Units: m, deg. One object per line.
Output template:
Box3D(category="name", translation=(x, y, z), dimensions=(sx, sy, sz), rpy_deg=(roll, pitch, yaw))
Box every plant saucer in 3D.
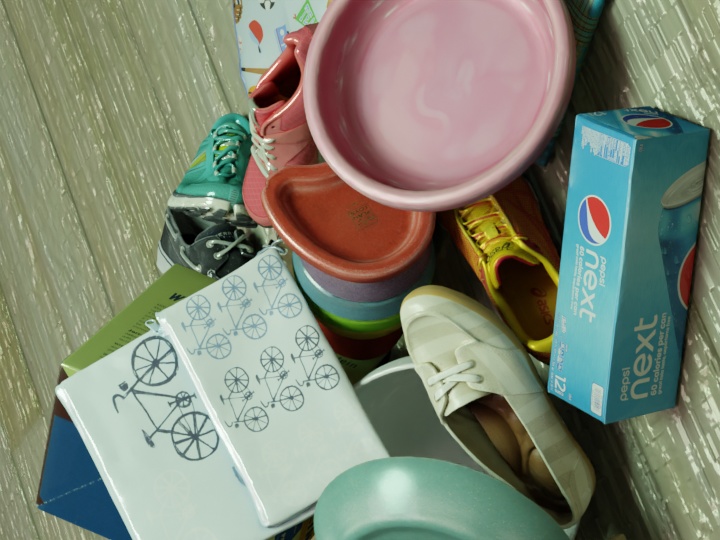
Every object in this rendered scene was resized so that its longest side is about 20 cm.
Box3D(category="plant saucer", translation=(0.059, -0.135, 1.575), dimensions=(0.200, 0.051, 0.201), rpy_deg=(-6, 74, 22))
Box3D(category="plant saucer", translation=(0.056, 0.211, 1.560), dimensions=(0.199, 0.036, 0.200), rpy_deg=(13, 135, 14))

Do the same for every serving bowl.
Box3D(category="serving bowl", translation=(0.071, 0.143, 1.659), dimensions=(0.199, 0.066, 0.201), rpy_deg=(7, 116, 15))

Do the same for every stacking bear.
Box3D(category="stacking bear", translation=(0.000, 0.000, 1.681), dimensions=(0.114, 0.121, 0.200), rpy_deg=(59, 166, 23))

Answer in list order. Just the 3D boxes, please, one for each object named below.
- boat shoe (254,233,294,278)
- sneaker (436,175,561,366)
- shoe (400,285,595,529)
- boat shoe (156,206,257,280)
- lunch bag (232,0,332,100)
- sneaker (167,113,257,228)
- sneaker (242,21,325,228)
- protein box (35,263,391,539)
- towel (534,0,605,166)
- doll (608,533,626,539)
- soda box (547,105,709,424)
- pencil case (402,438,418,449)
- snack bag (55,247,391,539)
Box3D(category="boat shoe", translation=(-0.047, -0.001, 1.856), dimensions=(0.072, 0.072, 0.201), rpy_deg=(-32, 70, 56))
Box3D(category="sneaker", translation=(0.103, -0.024, 1.606), dimensions=(0.073, 0.077, 0.200), rpy_deg=(-36, 67, 5))
Box3D(category="shoe", translation=(0.095, 0.096, 1.561), dimensions=(0.070, 0.053, 0.200), rpy_deg=(-33, 102, 29))
Box3D(category="boat shoe", translation=(-0.121, -0.007, 1.978), dimensions=(0.200, 0.071, 0.068), rpy_deg=(41, 131, 55))
Box3D(category="lunch bag", translation=(-0.027, -0.180, 1.785), dimensions=(0.160, 0.075, 0.201), rpy_deg=(-25, 77, 51))
Box3D(category="sneaker", translation=(-0.117, -0.085, 1.893), dimensions=(0.200, 0.077, 0.080), rpy_deg=(-105, 28, -75))
Box3D(category="sneaker", translation=(-0.059, -0.115, 1.710), dimensions=(0.074, 0.087, 0.200), rpy_deg=(54, 132, 32))
Box3D(category="protein box", translation=(-0.112, 0.122, 1.753), dimensions=(0.198, 0.200, 0.135), rpy_deg=(21, 119, 13))
Box3D(category="towel", translation=(0.118, -0.195, 1.607), dimensions=(0.147, 0.022, 0.201), rpy_deg=(50, 136, 39))
Box3D(category="doll", translation=(0.096, 0.217, 1.610), dimensions=(0.199, 0.049, 0.137), rpy_deg=(1, 143, 24))
Box3D(category="soda box", translation=(0.179, -0.005, 1.514), dimensions=(0.064, 0.068, 0.201), rpy_deg=(29, 121, 50))
Box3D(category="pencil case", translation=(0.024, 0.189, 1.779), dimensions=(0.086, 0.084, 0.201), rpy_deg=(-117, 35, -52))
Box3D(category="snack bag", translation=(-0.104, 0.109, 1.621), dimensions=(0.189, 0.200, 0.021), rpy_deg=(61, -179, 16))
